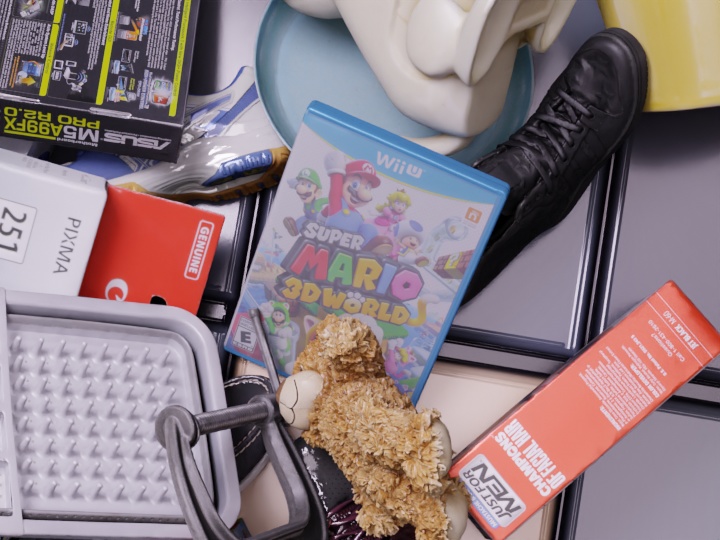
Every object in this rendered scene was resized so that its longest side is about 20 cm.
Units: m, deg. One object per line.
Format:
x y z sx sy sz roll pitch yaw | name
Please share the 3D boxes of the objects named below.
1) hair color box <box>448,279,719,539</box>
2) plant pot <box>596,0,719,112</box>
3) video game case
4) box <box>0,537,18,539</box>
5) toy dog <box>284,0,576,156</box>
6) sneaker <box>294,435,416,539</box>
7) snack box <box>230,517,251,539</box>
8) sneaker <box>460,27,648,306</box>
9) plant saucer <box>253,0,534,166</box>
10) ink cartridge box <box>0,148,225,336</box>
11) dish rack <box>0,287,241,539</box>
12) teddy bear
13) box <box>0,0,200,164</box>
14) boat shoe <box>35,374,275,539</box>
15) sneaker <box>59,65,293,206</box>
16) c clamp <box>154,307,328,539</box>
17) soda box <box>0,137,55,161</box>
0.145 0.097 1.083 0.200 0.111 0.064 -41 84 -4 | hair color box
0.236 -0.210 1.085 0.200 0.201 0.190 -8 98 0 | plant pot
0.000 0.000 1.085 0.143 0.018 0.201 24 120 4 | video game case
-0.288 0.231 1.002 0.047 0.200 0.194 28 102 5 | box
0.027 -0.191 1.067 0.200 0.194 0.139 37 46 19 | toy dog
0.019 0.190 1.070 0.076 0.116 0.200 -38 85 -4 | sneaker
-0.158 0.235 1.040 0.199 0.169 0.068 -26 86 -3 | snack box
0.116 -0.068 1.077 0.060 0.200 0.104 43 42 21 | sneaker
0.023 -0.139 1.133 0.199 0.027 0.201 2 71 -7 | plant saucer
-0.200 0.035 1.079 0.173 0.044 0.201 16 103 -10 | ink cartridge box
-0.181 0.097 1.013 0.199 0.044 0.172 6 53 -28 | dish rack
0.004 0.104 1.017 0.067 0.145 0.200 -27 50 -16 | teddy bear
-0.190 -0.176 1.097 0.159 0.044 0.201 8 57 -9 | box
-0.134 0.132 1.088 0.200 0.060 0.074 -34 58 -14 | boat shoe
-0.149 -0.085 1.132 0.199 0.075 0.089 -15 76 -10 | sneaker
-0.077 0.116 1.014 0.027 0.200 0.172 -25 87 19 | c clamp
-0.265 -0.073 1.129 0.068 0.063 0.201 24 84 2 | soda box
